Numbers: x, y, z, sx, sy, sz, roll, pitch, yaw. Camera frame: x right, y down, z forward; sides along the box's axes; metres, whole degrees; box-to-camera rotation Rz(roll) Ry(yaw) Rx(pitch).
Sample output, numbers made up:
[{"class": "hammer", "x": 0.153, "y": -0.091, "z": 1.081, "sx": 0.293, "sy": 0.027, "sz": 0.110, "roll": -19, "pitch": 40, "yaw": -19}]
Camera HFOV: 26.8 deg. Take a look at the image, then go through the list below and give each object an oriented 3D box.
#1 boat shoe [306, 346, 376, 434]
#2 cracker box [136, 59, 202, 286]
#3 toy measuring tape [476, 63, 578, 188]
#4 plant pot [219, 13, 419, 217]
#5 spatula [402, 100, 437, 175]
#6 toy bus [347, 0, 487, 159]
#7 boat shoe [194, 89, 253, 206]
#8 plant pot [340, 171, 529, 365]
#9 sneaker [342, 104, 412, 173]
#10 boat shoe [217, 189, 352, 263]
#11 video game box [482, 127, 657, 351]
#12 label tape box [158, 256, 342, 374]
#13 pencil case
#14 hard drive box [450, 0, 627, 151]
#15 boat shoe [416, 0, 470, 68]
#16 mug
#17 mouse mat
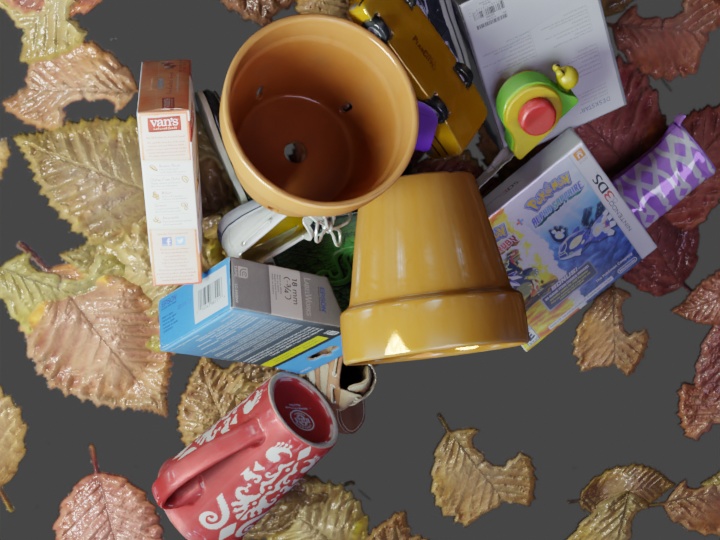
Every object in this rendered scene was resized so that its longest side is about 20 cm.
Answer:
[{"class": "boat shoe", "x": -0.021, "y": 0.132, "z": 1.797, "sx": 0.076, "sy": 0.071, "sz": 0.201, "roll": -53, "pitch": 147, "yaw": -28}, {"class": "cracker box", "x": -0.198, "y": -0.104, "z": 1.590, "sx": 0.057, "sy": 0.134, "sz": 0.202, "roll": -4, "pitch": 121, "yaw": -3}, {"class": "toy measuring tape", "x": 0.154, "y": -0.153, "z": 1.629, "sx": 0.200, "sy": 0.074, "sz": 0.073, "roll": -43, "pitch": 122, "yaw": 15}, {"class": "plant pot", "x": -0.053, "y": -0.139, "z": 1.533, "sx": 0.197, "sy": 0.140, "sz": 0.203, "roll": 4, "pitch": 74, "yaw": -14}, {"class": "spatula", "x": 0.048, "y": -0.120, "z": 1.627, "sx": 0.056, "sy": 0.021, "sz": 0.201, "roll": 19, "pitch": 153, "yaw": 6}, {"class": "toy bus", "x": 0.054, "y": -0.212, "z": 1.573, "sx": 0.200, "sy": 0.078, "sz": 0.065, "roll": 51, "pitch": 60, "yaw": -26}, {"class": "boat shoe", "x": -0.120, "y": -0.123, "z": 1.644, "sx": 0.066, "sy": 0.075, "sz": 0.201, "roll": -26, "pitch": 124, "yaw": -4}, {"class": "plant pot", "x": 0.070, "y": -0.003, "z": 1.595, "sx": 0.197, "sy": 0.200, "sz": 0.186, "roll": -5, "pitch": 84, "yaw": -15}, {"class": "sneaker", "x": 0.008, "y": -0.166, "z": 1.664, "sx": 0.089, "sy": 0.067, "sz": 0.202, "roll": -14, "pitch": 124, "yaw": -12}, {"class": "boat shoe", "x": -0.054, "y": -0.058, "z": 1.623, "sx": 0.200, "sy": 0.086, "sz": 0.075, "roll": -26, "pitch": 139, "yaw": -5}, {"class": "video game box", "x": 0.215, "y": -0.033, "z": 1.726, "sx": 0.199, "sy": 0.047, "sz": 0.182, "roll": -39, "pitch": 118, "yaw": 6}, {"class": "label tape box", "x": -0.103, "y": 0.053, "z": 1.668, "sx": 0.198, "sy": 0.064, "sz": 0.144, "roll": 12, "pitch": 152, "yaw": -38}, {"class": "pencil case", "x": 0.327, "y": -0.093, "z": 1.803, "sx": 0.199, "sy": 0.084, "sz": 0.086, "roll": -38, "pitch": 100, "yaw": 4}, {"class": "hard drive box", "x": 0.192, "y": -0.250, "z": 1.669, "sx": 0.154, "sy": 0.077, "sz": 0.202, "roll": -23, "pitch": 123, "yaw": -3}, {"class": "boat shoe", "x": 0.073, "y": -0.256, "z": 1.631, "sx": 0.062, "sy": 0.075, "sz": 0.202, "roll": -22, "pitch": 117, "yaw": -6}, {"class": "mug", "x": -0.134, "y": 0.229, "z": 1.755, "sx": 0.134, "sy": 0.178, "sz": 0.200, "roll": 46, "pitch": 116, "yaw": -3}, {"class": "mouse mat", "x": 0.000, "y": 0.000, "z": 1.741, "sx": 0.197, "sy": 0.008, "sz": 0.162, "roll": -9, "pitch": 125, "yaw": 18}]
